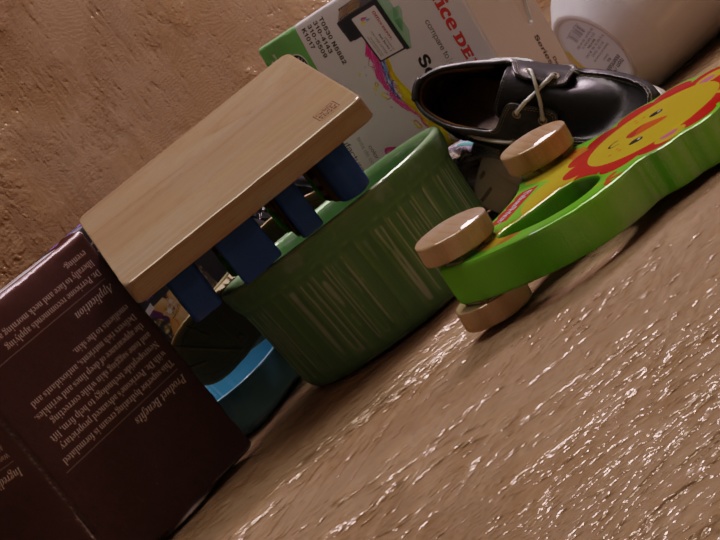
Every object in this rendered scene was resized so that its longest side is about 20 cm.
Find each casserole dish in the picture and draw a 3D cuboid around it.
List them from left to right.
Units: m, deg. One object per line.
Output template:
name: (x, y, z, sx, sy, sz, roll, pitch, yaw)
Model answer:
casserole dish: (-0.099, 0.101, 1.622, 0.121, 0.039, 0.200, -36, 7, 21)

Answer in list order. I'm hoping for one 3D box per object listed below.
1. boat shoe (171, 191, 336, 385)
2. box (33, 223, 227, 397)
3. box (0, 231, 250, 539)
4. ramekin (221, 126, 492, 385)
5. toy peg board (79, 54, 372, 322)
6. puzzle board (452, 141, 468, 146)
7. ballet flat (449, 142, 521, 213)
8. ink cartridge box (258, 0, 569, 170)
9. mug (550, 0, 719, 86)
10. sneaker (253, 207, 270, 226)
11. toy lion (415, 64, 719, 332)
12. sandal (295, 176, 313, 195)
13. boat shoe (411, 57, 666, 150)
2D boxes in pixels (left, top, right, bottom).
boat shoe: (-0.069, 0.011, 1.633, 0.201, 0.073, 0.063, -48, 1, -4)
box: (-0.167, 0.031, 1.778, 0.106, 0.200, 0.122, -40, 6, -23)
box: (-0.222, 0.117, 1.445, 0.164, 0.200, 0.166, -33, 7, 41)
ramekin: (0.006, -0.006, 1.512, 0.200, 0.098, 0.200, -38, 6, 5)
toy peg board: (-0.077, -0.041, 1.466, 0.200, 0.098, 0.199, -39, 22, -4)
puzzle board: (0.051, -0.127, 1.781, 0.200, 0.151, 0.017, -48, -10, -36)
ballet flat: (0.111, -0.074, 1.647, 0.072, 0.072, 0.200, -40, 6, -16)
ink cartridge box: (0.041, -0.164, 1.622, 0.200, 0.145, 0.084, -28, 4, 40)
mug: (0.240, -0.214, 1.701, 0.149, 0.187, 0.153, 19, 60, 44)
sneaker: (-0.063, -0.022, 1.793, 0.088, 0.076, 0.200, -61, -11, 25)
toy lion: (0.154, -0.058, 1.246, 0.191, 0.069, 0.200, -23, 14, 40)
sandal: (-0.016, -0.080, 1.773, 0.075, 0.200, 0.048, -45, -24, -72)
boat shoe: (0.125, -0.113, 1.463, 0.200, 0.068, 0.072, 10, 81, 41)
